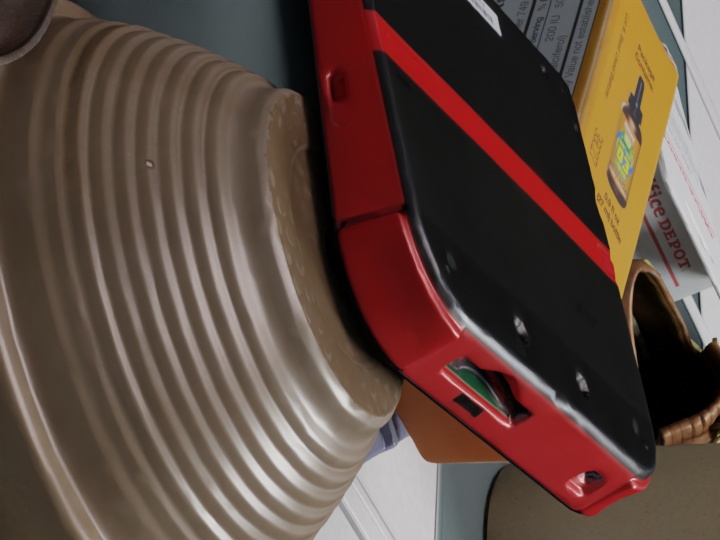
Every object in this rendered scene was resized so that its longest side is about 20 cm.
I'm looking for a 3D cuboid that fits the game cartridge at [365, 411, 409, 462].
[{"bbox_3d":[0.000,0.000,1.078,0.200,0.038,0.130,-21,98,-73],"label":"game cartridge"}]

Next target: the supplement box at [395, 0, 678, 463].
[{"bbox_3d":[0.064,-0.025,1.061,0.067,0.068,0.201,60,38,-39],"label":"supplement box"}]

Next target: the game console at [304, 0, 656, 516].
[{"bbox_3d":[0.035,-0.026,0.905,0.200,0.031,0.178,41,32,-55],"label":"game console"}]

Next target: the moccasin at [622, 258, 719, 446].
[{"bbox_3d":[0.154,0.061,1.391,0.074,0.077,0.202,-58,135,-34],"label":"moccasin"}]

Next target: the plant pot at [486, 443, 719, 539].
[{"bbox_3d":[0.180,0.148,1.216,0.187,0.199,0.188,-17,90,-73],"label":"plant pot"}]

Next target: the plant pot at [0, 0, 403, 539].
[{"bbox_3d":[-0.047,0.009,0.826,0.201,0.092,0.202,-16,90,-73],"label":"plant pot"}]

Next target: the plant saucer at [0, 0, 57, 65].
[{"bbox_3d":[-0.143,-0.144,0.754,0.201,0.032,0.201,56,23,-38],"label":"plant saucer"}]

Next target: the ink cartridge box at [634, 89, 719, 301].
[{"bbox_3d":[0.128,-0.060,1.434,0.201,0.066,0.116,-96,161,-49],"label":"ink cartridge box"}]
